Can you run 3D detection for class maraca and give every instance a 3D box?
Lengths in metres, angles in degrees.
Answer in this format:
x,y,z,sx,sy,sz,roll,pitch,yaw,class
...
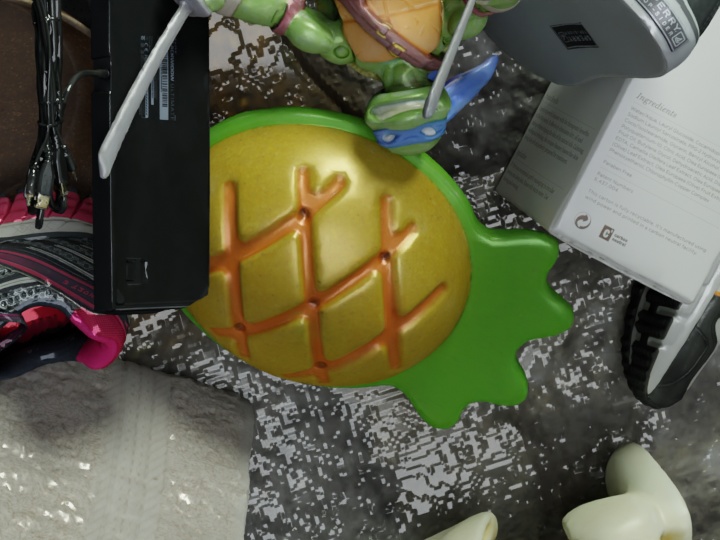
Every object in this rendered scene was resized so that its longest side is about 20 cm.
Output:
x,y,z,sx,sy,sz,roll,pitch,yaw,class
0.000,0.000,1.154,0.199,0.107,0.138,25,120,-11,maraca

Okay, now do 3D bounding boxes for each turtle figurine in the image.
x,y,z,sx,sy,sz,roll,pitch,yaw,class
-0.004,-0.145,1.050,0.199,0.143,0.196,-8,90,-44,turtle figurine

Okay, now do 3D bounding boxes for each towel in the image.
x,y,z,sx,sy,sz,roll,pitch,yaw,class
-0.116,0.102,1.118,0.132,0.201,0.035,22,125,-14,towel

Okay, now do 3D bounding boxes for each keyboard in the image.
x,y,z,sx,sy,sz,roll,pitch,yaw,class
-0.104,-0.082,1.055,0.020,0.127,0.202,-1,90,31,keyboard

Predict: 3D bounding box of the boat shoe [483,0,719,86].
x,y,z,sx,sy,sz,roll,pitch,yaw,class
0.104,-0.123,1.107,0.057,0.200,0.069,-42,111,-11,boat shoe

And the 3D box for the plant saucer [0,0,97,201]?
x,y,z,sx,sy,sz,roll,pitch,yaw,class
-0.195,-0.063,1.103,0.199,0.037,0.201,-10,142,-8,plant saucer

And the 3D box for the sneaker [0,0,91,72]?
x,y,z,sx,sy,sz,roll,pitch,yaw,class
-0.169,-0.141,1.085,0.198,0.116,0.076,-3,70,-10,sneaker

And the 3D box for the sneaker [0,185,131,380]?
x,y,z,sx,sy,sz,roll,pitch,yaw,class
-0.200,0.017,1.111,0.198,0.075,0.081,-11,143,-5,sneaker

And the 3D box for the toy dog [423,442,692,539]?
x,y,z,sx,sy,sz,roll,pitch,yaw,class
0.071,0.194,1.173,0.198,0.194,0.141,-14,116,-14,toy dog

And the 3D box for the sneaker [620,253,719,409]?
x,y,z,sx,sy,sz,roll,pitch,yaw,class
0.195,-0.017,1.207,0.080,0.074,0.201,28,96,-16,sneaker

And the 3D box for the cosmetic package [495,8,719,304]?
x,y,z,sx,sy,sz,roll,pitch,yaw,class
0.152,-0.099,1.165,0.084,0.108,0.201,27,97,-15,cosmetic package
